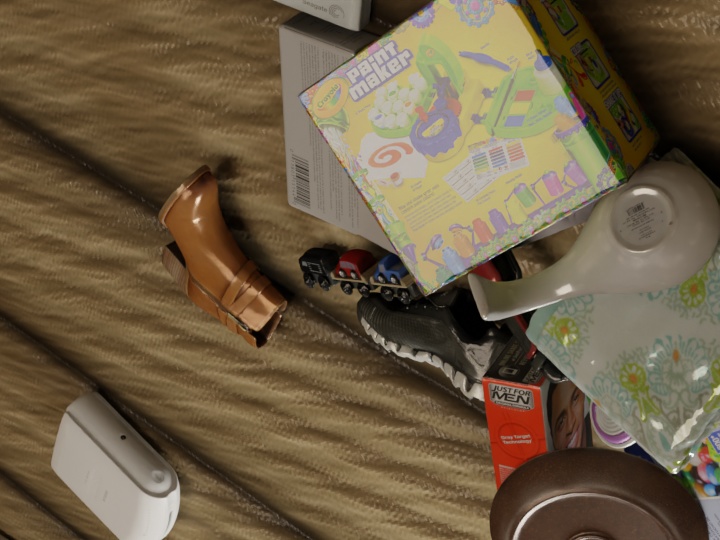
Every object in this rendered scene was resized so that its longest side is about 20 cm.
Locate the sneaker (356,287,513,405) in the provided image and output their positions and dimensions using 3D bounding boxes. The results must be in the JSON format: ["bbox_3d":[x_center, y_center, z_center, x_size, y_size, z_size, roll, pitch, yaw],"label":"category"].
[{"bbox_3d":[0.077,0.049,1.398,0.199,0.066,0.091,30,121,38],"label":"sneaker"}]

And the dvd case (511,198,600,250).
[{"bbox_3d":[0.129,-0.095,1.269,0.199,0.016,0.149,-23,100,51],"label":"dvd case"}]

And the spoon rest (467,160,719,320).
[{"bbox_3d":[0.184,-0.015,1.129,0.199,0.061,0.100,-25,69,20],"label":"spoon rest"}]

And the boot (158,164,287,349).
[{"bbox_3d":[-0.145,-0.009,1.564,0.155,0.077,0.201,42,143,16],"label":"boot"}]

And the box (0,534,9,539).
[{"bbox_3d":[-0.607,0.573,2.387,0.199,0.199,0.172,20,131,32],"label":"box"}]

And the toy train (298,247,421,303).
[{"bbox_3d":[0.000,0.000,1.437,0.199,0.034,0.046,8,125,54],"label":"toy train"}]

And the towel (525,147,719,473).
[{"bbox_3d":[0.242,0.029,1.138,0.171,0.048,0.201,46,114,29],"label":"towel"}]

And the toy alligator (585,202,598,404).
[{"bbox_3d":[0.223,0.032,1.246,0.054,0.059,0.201,-4,120,-3],"label":"toy alligator"}]

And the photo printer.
[{"bbox_3d":[-0.330,0.283,1.985,0.200,0.069,0.167,43,141,13],"label":"photo printer"}]

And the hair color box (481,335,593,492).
[{"bbox_3d":[0.169,0.158,1.347,0.061,0.102,0.201,8,125,30],"label":"hair color box"}]

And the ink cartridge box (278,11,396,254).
[{"bbox_3d":[0.004,-0.122,1.353,0.175,0.045,0.201,26,135,31],"label":"ink cartridge box"}]

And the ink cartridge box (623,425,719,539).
[{"bbox_3d":[0.315,0.180,1.271,0.120,0.042,0.200,56,144,-3],"label":"ink cartridge box"}]

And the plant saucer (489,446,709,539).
[{"bbox_3d":[0.211,0.248,1.306,0.198,0.035,0.202,8,124,12],"label":"plant saucer"}]

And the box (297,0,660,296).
[{"bbox_3d":[0.094,-0.122,1.151,0.199,0.122,0.193,-30,96,31],"label":"box"}]

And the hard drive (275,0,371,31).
[{"bbox_3d":[-0.044,-0.318,1.254,0.131,0.027,0.201,24,134,19],"label":"hard drive"}]

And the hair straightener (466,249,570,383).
[{"bbox_3d":[0.149,0.019,1.265,0.201,0.077,0.041,56,142,27],"label":"hair straightener"}]

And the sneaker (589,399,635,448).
[{"bbox_3d":[0.273,0.064,1.207,0.200,0.099,0.075,-52,58,29],"label":"sneaker"}]
